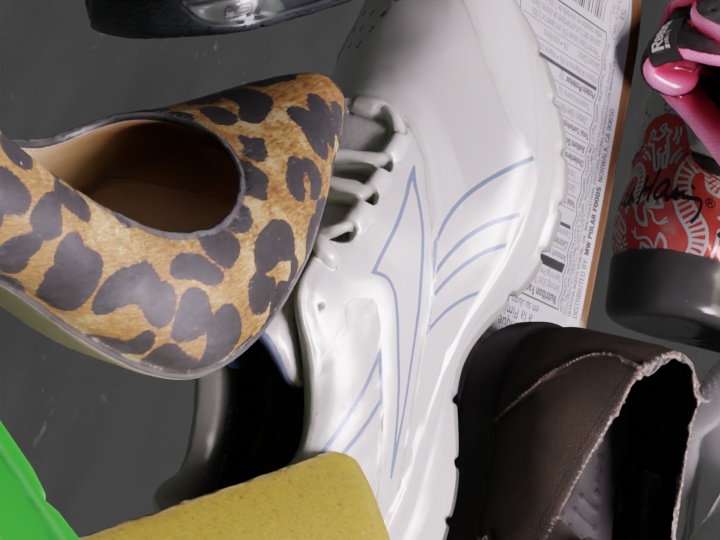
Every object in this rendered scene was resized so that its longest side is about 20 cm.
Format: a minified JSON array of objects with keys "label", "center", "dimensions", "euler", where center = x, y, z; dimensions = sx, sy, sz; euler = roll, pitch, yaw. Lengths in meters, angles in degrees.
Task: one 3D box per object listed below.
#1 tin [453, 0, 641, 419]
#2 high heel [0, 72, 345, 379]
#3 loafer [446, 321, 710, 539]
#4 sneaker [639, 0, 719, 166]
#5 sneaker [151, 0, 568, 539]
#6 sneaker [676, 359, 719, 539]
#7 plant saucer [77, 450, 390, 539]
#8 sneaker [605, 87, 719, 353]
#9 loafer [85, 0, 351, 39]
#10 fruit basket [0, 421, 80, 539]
[{"label":"tin","center":[0.043,-0.038,0.926],"dimensions":[0.112,0.042,0.201],"euler":[21,77,-56]},{"label":"high heel","center":[-0.067,-0.040,0.685],"dimensions":[0.200,0.071,0.143],"euler":[-39,136,-40]},{"label":"loafer","center":[0.059,0.104,0.843],"dimensions":[0.073,0.071,0.201],"euler":[24,62,-41]},{"label":"sneaker","center":[0.130,-0.083,0.982],"dimensions":[0.095,0.201,0.079],"euler":[3,136,-27]},{"label":"sneaker","center":[0.000,0.000,0.824],"dimensions":[0.087,0.074,0.201],"euler":[32,68,-53]},{"label":"sneaker","center":[0.152,0.108,1.096],"dimensions":[0.200,0.088,0.075],"euler":[-62,144,-41]},{"label":"plant saucer","center":[-0.053,0.165,0.736],"dimensions":[0.199,0.048,0.201],"euler":[-15,111,-43]},{"label":"sneaker","center":[0.173,-0.014,1.093],"dimensions":[0.201,0.067,0.108],"euler":[18,78,-41]},{"label":"loafer","center":[-0.002,-0.116,0.795],"dimensions":[0.200,0.073,0.073],"euler":[-29,116,-57]},{"label":"fruit basket","center":[-0.121,0.134,0.557],"dimensions":[0.155,0.215,0.217],"euler":[32,68,-58]}]
